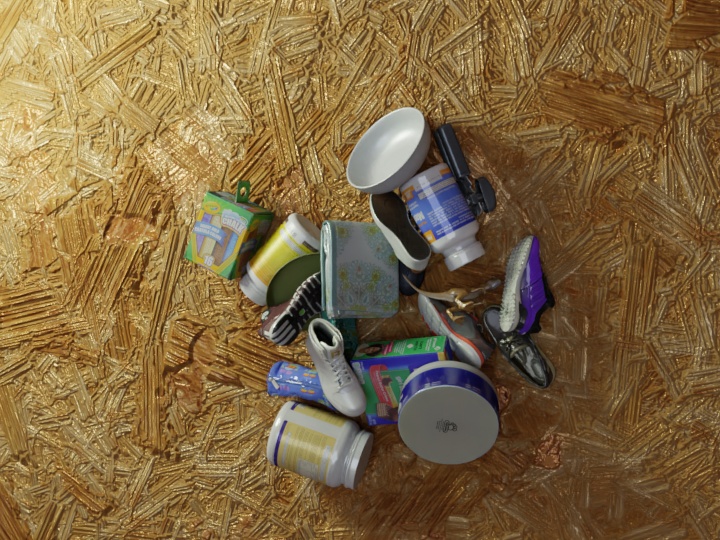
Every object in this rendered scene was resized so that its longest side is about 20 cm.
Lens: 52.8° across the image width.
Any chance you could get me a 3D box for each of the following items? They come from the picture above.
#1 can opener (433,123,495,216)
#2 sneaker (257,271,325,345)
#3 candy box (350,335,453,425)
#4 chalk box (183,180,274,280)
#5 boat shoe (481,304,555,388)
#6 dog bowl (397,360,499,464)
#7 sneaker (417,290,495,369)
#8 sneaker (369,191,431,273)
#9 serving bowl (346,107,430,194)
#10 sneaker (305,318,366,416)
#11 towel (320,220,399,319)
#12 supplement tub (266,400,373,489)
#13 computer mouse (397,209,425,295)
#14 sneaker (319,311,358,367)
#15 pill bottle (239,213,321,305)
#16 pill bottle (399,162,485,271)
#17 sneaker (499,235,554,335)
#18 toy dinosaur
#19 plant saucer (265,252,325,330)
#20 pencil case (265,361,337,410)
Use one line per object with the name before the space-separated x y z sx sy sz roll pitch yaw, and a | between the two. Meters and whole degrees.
can opener | 0.216 -0.207 1.486 0.067 0.053 0.201 -21 88 -16
sneaker | -0.140 0.069 1.493 0.115 0.200 0.076 1 128 50
candy box | 0.098 0.229 1.505 0.199 0.077 0.170 -8 115 16
chalk box | -0.277 -0.098 1.585 0.123 0.124 0.201 26 102 12
boat shoe | 0.321 0.153 1.469 0.073 0.065 0.200 -45 81 16
dog bowl | 0.173 0.282 1.429 0.199 0.079 0.201 3 119 6
sneaker | 0.201 0.113 1.509 0.082 0.077 0.200 -33 70 -22
sneaker | 0.074 -0.077 1.491 0.072 0.085 0.201 -22 64 -12
serving bowl | 0.067 -0.232 1.470 0.200 0.201 0.066 -42 126 15
sneaker | -0.051 0.190 1.438 0.073 0.116 0.201 -28 70 -17
towel | 0.000 0.000 1.498 0.048 0.170 0.202 -7 82 58
supplement tub | -0.085 0.376 1.559 0.199 0.145 0.146 17 99 14
computer mouse | 0.110 -0.045 1.529 0.058 0.034 0.201 6 96 16
sneaker | -0.035 0.136 1.544 0.077 0.080 0.201 -18 101 -3
pill bottle | -0.170 -0.019 1.569 0.109 0.109 0.200 46 104 8
pill bottle | 0.170 -0.105 1.465 0.112 0.112 0.201 -28 88 16
sneaker | 0.345 0.034 1.457 0.099 0.070 0.201 14 83 -14
toy dinosaur | 0.190 0.055 1.483 0.199 0.107 0.061 -4 129 -2
plant saucer | -0.106 0.040 1.545 0.199 0.031 0.201 -10 127 -13
pencil case | -0.115 0.246 1.558 0.199 0.087 0.079 5 88 35
